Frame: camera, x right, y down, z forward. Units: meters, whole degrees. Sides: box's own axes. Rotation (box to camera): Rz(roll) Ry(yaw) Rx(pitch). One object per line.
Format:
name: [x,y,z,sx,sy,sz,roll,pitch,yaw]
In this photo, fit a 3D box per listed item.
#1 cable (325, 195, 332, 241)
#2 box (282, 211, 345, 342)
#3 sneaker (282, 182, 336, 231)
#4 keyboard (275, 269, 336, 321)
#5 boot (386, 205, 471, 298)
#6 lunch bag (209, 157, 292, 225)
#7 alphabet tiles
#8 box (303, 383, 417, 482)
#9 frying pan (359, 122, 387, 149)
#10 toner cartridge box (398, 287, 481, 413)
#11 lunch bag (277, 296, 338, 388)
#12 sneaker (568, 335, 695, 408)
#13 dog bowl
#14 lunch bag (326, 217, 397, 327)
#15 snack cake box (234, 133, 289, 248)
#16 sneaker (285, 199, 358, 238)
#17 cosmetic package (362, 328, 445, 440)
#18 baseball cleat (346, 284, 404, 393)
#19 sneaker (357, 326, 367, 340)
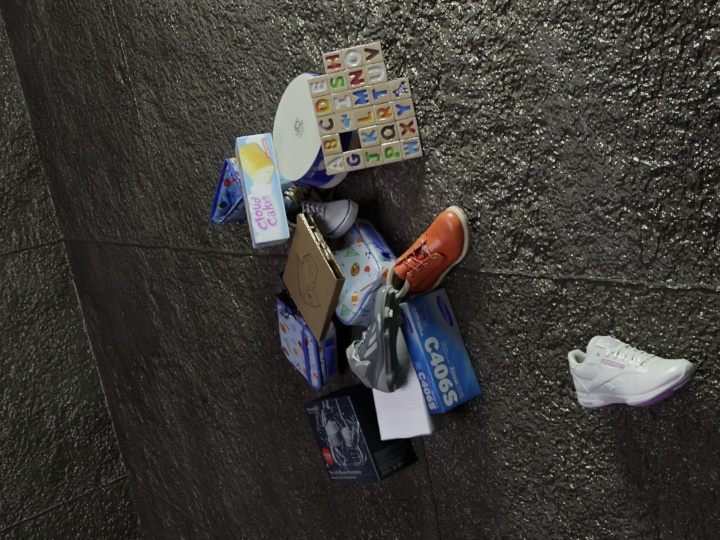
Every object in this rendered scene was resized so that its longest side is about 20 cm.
cable: [-0.068,-0.059,1.675,0.097,0.050,0.200,65,156,23]
box: [-0.090,0.015,1.538,0.164,0.021,0.200,60,149,28]
sneaker: [-0.111,-0.152,1.635,0.075,0.090,0.200,49,140,28]
keyboard: [-0.117,0.047,1.661,0.040,0.104,0.200,41,-174,-43]
boot: [0.112,-0.024,1.380,0.075,0.107,0.200,54,141,26]
lunch bag: [-0.226,-0.156,1.740,0.094,0.151,0.200,59,144,17]
alphabet tiles: [0.005,-0.274,1.384,0.008,0.167,0.200,-68,-34,-78]
box: [-0.005,0.338,1.717,0.200,0.104,0.182,-24,85,55]
frying pan: [0.016,-0.278,1.453,0.115,0.031,0.190,-16,77,56]
toner cartridge box: [0.135,0.139,1.436,0.043,0.095,0.200,-19,91,55]
lunch bag: [-0.109,0.149,1.754,0.160,0.076,0.200,44,151,38]
sneaker: [0.363,0.136,1.136,0.200,0.075,0.100,-23,88,55]
dog bowl: [-0.082,-0.255,1.501,0.200,0.079,0.200,-12,75,55]
lunch bag: [0.000,0.000,1.523,0.160,0.076,0.200,-58,42,26]
snack cake box: [-0.188,-0.148,1.560,0.115,0.067,0.200,161,98,-78]
sneaker: [-0.081,-0.099,1.544,0.200,0.071,0.073,-13,59,53]
cosmetic package: [0.078,0.198,1.484,0.101,0.071,0.200,-13,82,27]
baseball cleat: [0.020,0.117,1.415,0.106,0.070,0.200,8,109,29]
sneaker: [0.060,0.158,1.564,0.200,0.075,0.106,40,137,38]
